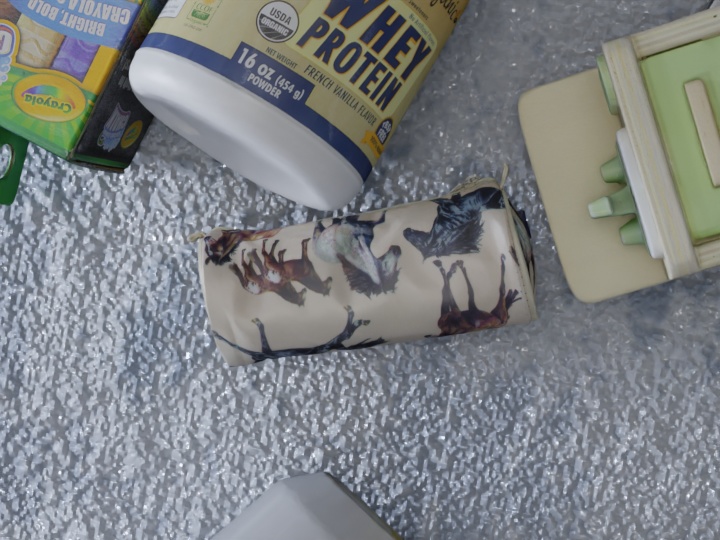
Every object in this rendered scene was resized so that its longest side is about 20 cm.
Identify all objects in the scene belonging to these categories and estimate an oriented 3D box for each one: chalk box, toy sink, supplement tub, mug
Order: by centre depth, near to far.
[{"bbox_3d":[0.190,-0.069,0.954,0.199,0.112,0.131,-16,87,8],"label":"toy sink"},{"bbox_3d":[-0.021,-0.151,0.978,0.144,0.144,0.201,29,83,7],"label":"supplement tub"},{"bbox_3d":[-0.032,0.205,1.011,0.153,0.187,0.149,-49,51,-3],"label":"mug"},{"bbox_3d":[-0.178,-0.134,1.020,0.123,0.124,0.201,28,93,7],"label":"chalk box"}]

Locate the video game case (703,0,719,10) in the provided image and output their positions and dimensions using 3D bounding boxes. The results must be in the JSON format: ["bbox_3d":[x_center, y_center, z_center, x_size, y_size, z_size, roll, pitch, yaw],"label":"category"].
[{"bbox_3d":[0.259,-0.116,1.009,0.142,0.019,0.201,30,95,8],"label":"video game case"}]

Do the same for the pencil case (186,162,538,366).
[{"bbox_3d":[0.000,0.000,1.017,0.199,0.078,0.090,-9,76,8],"label":"pencil case"}]
